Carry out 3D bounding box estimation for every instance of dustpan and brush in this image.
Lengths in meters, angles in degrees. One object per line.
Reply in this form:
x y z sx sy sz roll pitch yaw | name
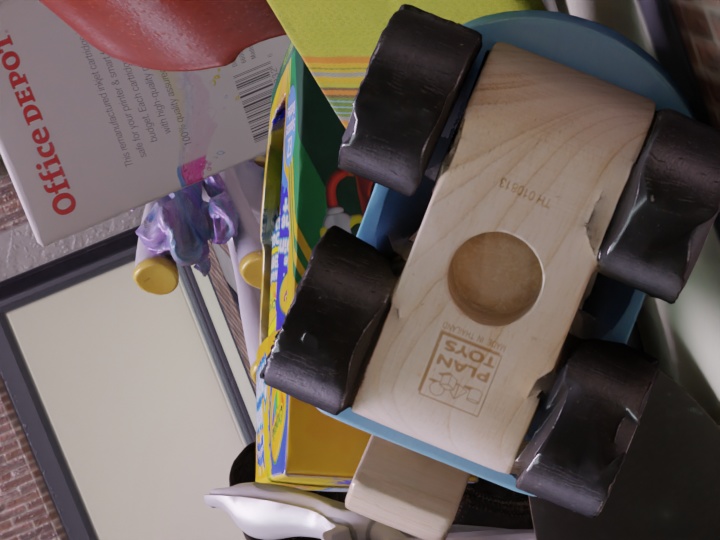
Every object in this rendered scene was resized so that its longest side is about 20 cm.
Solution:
0.020 0.102 0.933 0.200 0.140 0.057 -5 86 41 | dustpan and brush

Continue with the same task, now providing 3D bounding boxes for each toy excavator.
0.038 0.012 0.793 0.200 0.100 0.195 -54 -16 -74 | toy excavator

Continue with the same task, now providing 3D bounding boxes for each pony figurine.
-0.085 -0.057 1.444 0.193 0.167 0.200 41 -154 -36 | pony figurine

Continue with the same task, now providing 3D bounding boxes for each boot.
0.111 0.120 0.846 0.200 0.074 0.075 62 -179 23 | boot

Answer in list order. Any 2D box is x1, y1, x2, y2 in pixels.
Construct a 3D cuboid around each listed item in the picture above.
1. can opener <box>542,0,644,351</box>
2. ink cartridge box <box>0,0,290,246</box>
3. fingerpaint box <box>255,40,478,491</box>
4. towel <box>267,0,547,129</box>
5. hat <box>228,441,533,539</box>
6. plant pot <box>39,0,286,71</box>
0.061 -0.023 0.898 0.067 0.053 0.200 -68 -34 -51 | can opener
-0.109 -0.117 1.201 0.125 0.200 0.129 -121 12 -51 | ink cartridge box
0.000 0.000 1.018 0.200 0.073 0.167 136 136 -83 | fingerpaint box
0.012 -0.083 0.768 0.200 0.086 0.018 56 -137 -50 | towel
0.038 0.095 1.173 0.081 0.201 0.201 -67 24 16 | hat
-0.079 -0.173 0.814 0.195 0.201 0.201 47 -169 -49 | plant pot
